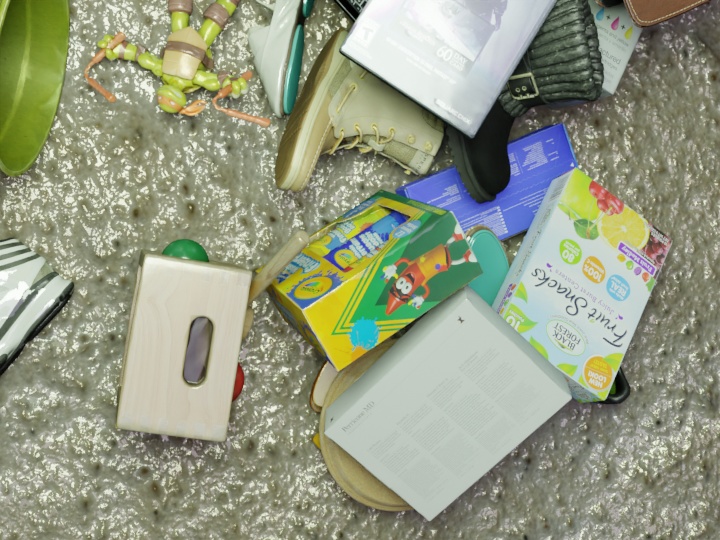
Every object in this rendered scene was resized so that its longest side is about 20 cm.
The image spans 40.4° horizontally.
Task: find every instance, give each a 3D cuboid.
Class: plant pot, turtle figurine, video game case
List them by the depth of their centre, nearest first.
[{"bbox_3d":[0.092,-0.240,0.861,0.142,0.019,0.201,32,93,-4],"label":"video game case"},{"bbox_3d":[-0.385,-0.205,0.877,0.190,0.200,0.203,12,90,-2],"label":"plant pot"},{"bbox_3d":[-0.163,-0.219,0.979,0.197,0.064,0.163,16,81,10],"label":"turtle figurine"}]

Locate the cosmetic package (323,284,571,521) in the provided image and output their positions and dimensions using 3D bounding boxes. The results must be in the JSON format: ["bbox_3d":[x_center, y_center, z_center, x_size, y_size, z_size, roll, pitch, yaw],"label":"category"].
[{"bbox_3d":[0.084,0.132,0.968,0.151,0.052,0.200,41,107,-17],"label":"cosmetic package"}]

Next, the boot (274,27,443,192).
[{"bbox_3d":[0.005,-0.135,1.002,0.154,0.073,0.202,31,54,-17],"label":"boot"}]

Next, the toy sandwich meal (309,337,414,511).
[{"bbox_3d":[0.035,0.158,1.055,0.202,0.070,0.209,-2,97,-15],"label":"toy sandwich meal"}]

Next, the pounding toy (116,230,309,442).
[{"bbox_3d":[-0.148,0.049,0.940,0.140,0.184,0.203,10,91,-14],"label":"pounding toy"}]

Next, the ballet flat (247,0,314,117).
[{"bbox_3d":[-0.082,-0.258,1.009,0.068,0.069,0.203,13,86,-14],"label":"ballet flat"}]

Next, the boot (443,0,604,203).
[{"bbox_3d":[0.161,-0.162,0.953,0.156,0.080,0.213,-7,131,18],"label":"boot"}]

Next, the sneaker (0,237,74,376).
[{"bbox_3d":[-0.385,0.052,0.948,0.115,0.076,0.201,42,75,-4],"label":"sneaker"}]

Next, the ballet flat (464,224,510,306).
[{"bbox_3d":[0.136,0.043,1.065,0.070,0.065,0.203,-21,108,-15],"label":"ballet flat"}]

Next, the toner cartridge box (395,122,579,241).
[{"bbox_3d":[0.146,-0.082,1.080,0.198,0.043,0.096,-23,99,-12],"label":"toner cartridge box"}]

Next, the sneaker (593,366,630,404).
[{"bbox_3d":[0.239,0.067,1.091,0.071,0.083,0.201,-38,101,-9],"label":"sneaker"}]

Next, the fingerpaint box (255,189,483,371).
[{"bbox_3d":[0.000,0.000,0.963,0.166,0.200,0.074,-33,108,-9],"label":"fingerpaint box"}]

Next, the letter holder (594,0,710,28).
[{"bbox_3d":[0.292,-0.320,0.927,0.198,0.100,0.143,-30,100,-12],"label":"letter holder"}]

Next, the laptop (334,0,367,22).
[{"bbox_3d":[0.016,-0.300,0.954,0.187,0.115,0.201,44,63,-24],"label":"laptop"}]

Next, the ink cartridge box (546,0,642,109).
[{"bbox_3d":[0.219,-0.299,1.034,0.144,0.145,0.202,26,86,-13],"label":"ink cartridge box"}]

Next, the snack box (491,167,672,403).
[{"bbox_3d":[0.230,0.015,1.031,0.141,0.053,0.201,33,70,-10],"label":"snack box"}]
